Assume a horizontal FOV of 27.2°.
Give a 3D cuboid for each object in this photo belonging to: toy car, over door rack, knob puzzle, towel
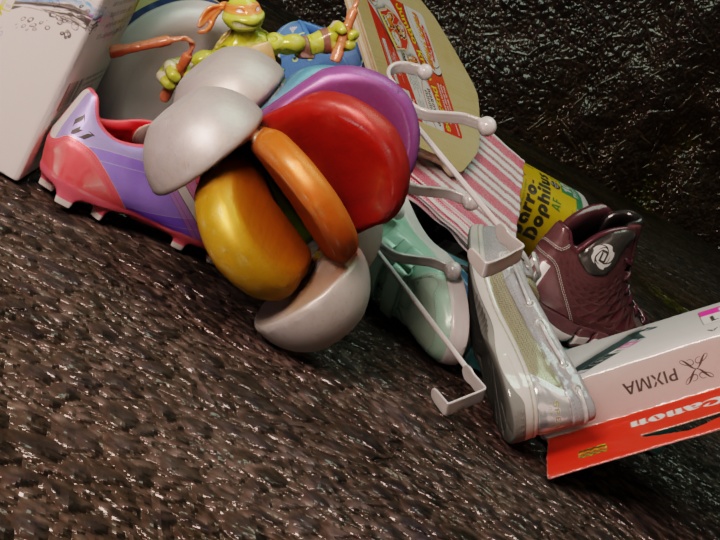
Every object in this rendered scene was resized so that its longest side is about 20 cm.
[{"bbox_3d":[-0.032,-0.065,0.946,0.176,0.149,0.201,53,20,-16],"label":"toy car"},{"bbox_3d":[0.061,-0.025,1.015,0.066,0.149,0.201,-8,47,-17],"label":"over door rack"},{"bbox_3d":[0.045,-0.169,1.287,0.219,0.030,0.222,43,33,-37],"label":"knob puzzle"},{"bbox_3d":[0.079,-0.091,1.309,0.146,0.030,0.201,39,29,-13],"label":"towel"}]

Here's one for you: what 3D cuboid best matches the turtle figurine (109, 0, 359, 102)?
[{"bbox_3d":[-0.089,-0.133,1.089,0.198,0.163,0.064,-20,32,-26],"label":"turtle figurine"}]

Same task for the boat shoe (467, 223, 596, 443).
[{"bbox_3d":[0.115,0.040,1.067,0.064,0.075,0.203,-7,37,-4],"label":"boat shoe"}]

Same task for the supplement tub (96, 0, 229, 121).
[{"bbox_3d":[-0.177,-0.173,1.185,0.143,0.146,0.200,19,16,-41],"label":"supplement tub"}]

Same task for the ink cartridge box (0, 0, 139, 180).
[{"bbox_3d":[-0.231,-0.192,0.994,0.143,0.202,0.147,29,12,-4],"label":"ink cartridge box"}]

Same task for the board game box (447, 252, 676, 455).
[{"bbox_3d":[0.154,0.066,1.238,0.198,0.047,0.151,25,13,-21],"label":"board game box"}]

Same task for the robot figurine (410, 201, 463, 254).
[{"bbox_3d":[0.038,-0.089,1.394,0.198,0.152,0.124,21,-29,-35],"label":"robot figurine"}]

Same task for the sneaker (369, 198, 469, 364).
[{"bbox_3d":[0.000,0.000,1.130,0.117,0.074,0.201,-6,46,-27],"label":"sneaker"}]

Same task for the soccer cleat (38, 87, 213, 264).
[{"bbox_3d":[-0.126,-0.060,1.010,0.199,0.077,0.067,19,16,-42],"label":"soccer cleat"}]

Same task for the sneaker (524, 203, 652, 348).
[{"bbox_3d":[0.211,0.014,1.191,0.198,0.116,0.076,20,15,-38],"label":"sneaker"}]

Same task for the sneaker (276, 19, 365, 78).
[{"bbox_3d":[-0.082,-0.163,1.276,0.197,0.106,0.076,-13,37,-12],"label":"sneaker"}]

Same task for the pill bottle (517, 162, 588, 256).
[{"bbox_3d":[0.142,-0.073,1.616,0.198,0.114,0.113,26,13,-22],"label":"pill bottle"}]

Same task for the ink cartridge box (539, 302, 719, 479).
[{"bbox_3d":[0.216,0.075,1.050,0.174,0.197,0.044,-55,127,-78],"label":"ink cartridge box"}]
